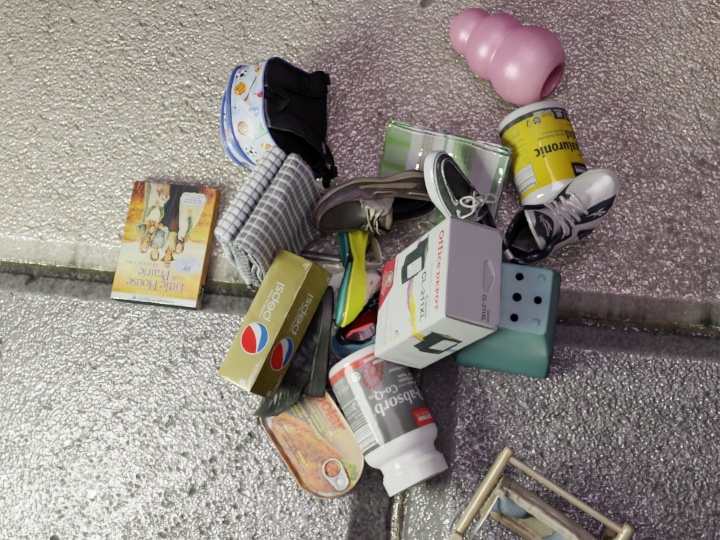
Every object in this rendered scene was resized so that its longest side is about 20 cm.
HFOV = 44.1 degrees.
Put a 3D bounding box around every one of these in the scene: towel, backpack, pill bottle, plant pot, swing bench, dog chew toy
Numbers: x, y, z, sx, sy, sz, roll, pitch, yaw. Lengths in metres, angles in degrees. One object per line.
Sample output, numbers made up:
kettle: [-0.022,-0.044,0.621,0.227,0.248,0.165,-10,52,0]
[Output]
towel: [-0.124,-0.065,1.312,0.085,0.200,0.166,23,72,16]
backpack: [-0.135,-0.240,1.389,0.153,0.190,0.202,-11,73,19]
pill bottle: [0.042,0.214,1.288,0.115,0.116,0.201,-26,74,-2]
pill bottle: [0.290,-0.147,1.362,0.110,0.111,0.202,-15,75,1]
towel: [0.124,-0.141,1.378,0.198,0.031,0.150,16,113,10]
plant pot: [0.215,0.060,1.268,0.140,0.200,0.143,8,76,8]
swing bench: [0.229,0.382,1.218,0.198,0.130,0.201,31,81,12]
dog chew toy: [0.227,-0.352,1.423,0.200,0.125,0.125,38,82,22]

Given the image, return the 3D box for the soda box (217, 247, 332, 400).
soda box: [-0.119,0.075,1.256,0.064,0.068,0.201,22,83,29]

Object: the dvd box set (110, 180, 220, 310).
dvd box set: [-0.314,-0.042,1.436,0.145,0.029,0.202,7,75,7]

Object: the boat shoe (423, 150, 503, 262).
boat shoe: [0.162,-0.091,1.322,0.073,0.068,0.201,-34,107,-36]

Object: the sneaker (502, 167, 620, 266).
sneaker: [0.274,-0.071,1.236,0.198,0.129,0.080,-31,85,16]

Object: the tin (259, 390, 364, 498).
tin: [-0.071,0.246,1.332,0.112,0.042,0.201,-34,74,0]

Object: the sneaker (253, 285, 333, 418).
sneaker: [-0.097,0.119,1.305,0.103,0.060,0.202,5,96,0]

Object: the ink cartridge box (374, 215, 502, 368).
ink cartridge box: [0.103,0.033,1.214,0.082,0.200,0.147,16,64,-21]

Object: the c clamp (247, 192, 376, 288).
c clamp: [-0.073,-0.046,1.419,0.198,0.027,0.172,2,70,8]

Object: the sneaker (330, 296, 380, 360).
sneaker: [0.046,0.071,1.338,0.199,0.090,0.079,-33,75,-7]

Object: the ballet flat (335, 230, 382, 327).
ballet flat: [0.000,0.000,1.326,0.066,0.067,0.201,9,48,-9]

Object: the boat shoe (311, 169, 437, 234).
boat shoe: [0.026,-0.096,1.322,0.198,0.075,0.073,-19,44,-14]

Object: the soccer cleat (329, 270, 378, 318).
soccer cleat: [-0.064,0.045,1.359,0.198,0.085,0.069,-20,74,1]
